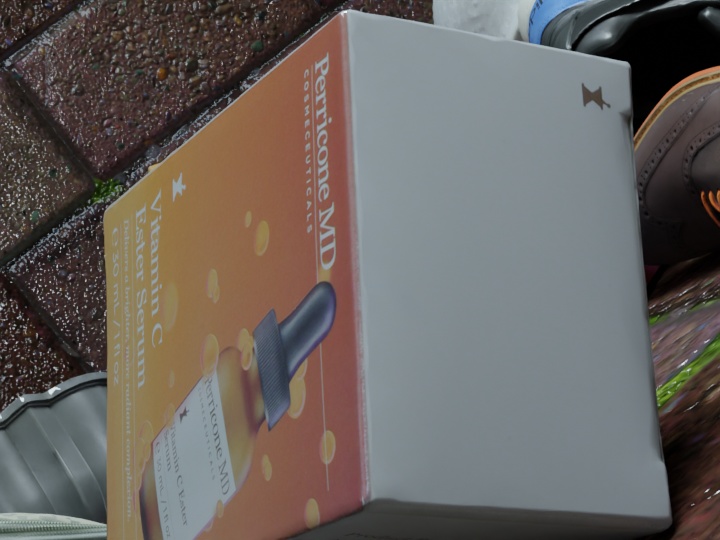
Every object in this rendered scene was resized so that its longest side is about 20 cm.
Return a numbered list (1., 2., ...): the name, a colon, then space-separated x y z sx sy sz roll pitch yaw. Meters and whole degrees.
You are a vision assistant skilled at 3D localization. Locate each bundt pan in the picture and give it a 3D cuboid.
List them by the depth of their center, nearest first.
1. bundt pan: -0.162 0.147 0.974 0.201 0.076 0.202 -32 -25 -17

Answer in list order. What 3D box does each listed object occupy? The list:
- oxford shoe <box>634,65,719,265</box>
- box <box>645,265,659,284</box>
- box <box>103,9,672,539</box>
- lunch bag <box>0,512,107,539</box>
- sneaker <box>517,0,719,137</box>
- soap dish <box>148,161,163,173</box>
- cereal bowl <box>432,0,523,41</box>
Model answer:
1. oxford shoe: 0.156 -0.042 0.766 0.200 0.071 0.073 -40 14 54
2. box: 0.055 0.007 0.847 0.095 0.100 0.200 -33 7 35
3. box: -0.003 0.026 0.634 0.106 0.153 0.200 7 -20 -27
4. lunch bag: -0.158 0.170 0.774 0.167 0.140 0.200 -22 -2 -26
5. sneaker: 0.178 -0.101 0.857 0.199 0.077 0.111 1 25 -8
6. soap dish: -0.065 0.001 1.201 0.157 0.081 0.200 -19 -39 -26
7. cereal bowl: 0.129 -0.122 0.967 0.200 0.200 0.083 -35 18 36
